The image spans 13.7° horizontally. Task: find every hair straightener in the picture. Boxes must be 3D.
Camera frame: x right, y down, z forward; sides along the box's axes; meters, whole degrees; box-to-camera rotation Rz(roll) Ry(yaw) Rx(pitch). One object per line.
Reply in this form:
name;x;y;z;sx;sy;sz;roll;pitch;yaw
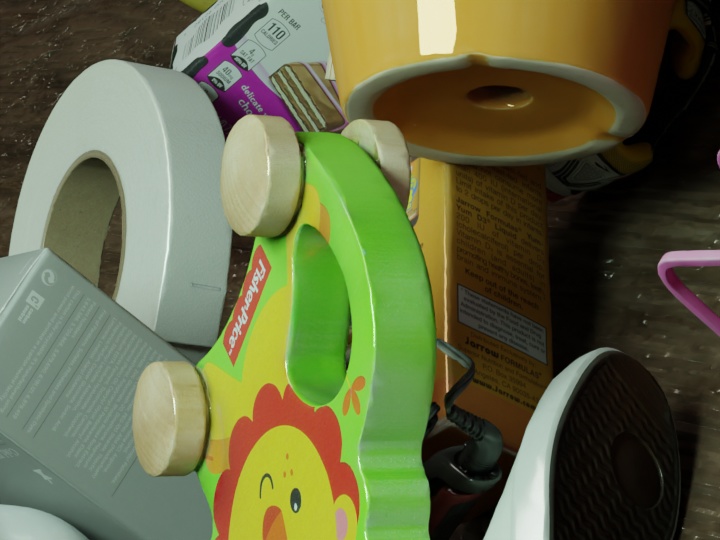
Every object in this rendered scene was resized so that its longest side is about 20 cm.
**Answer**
hair straightener;0.005;0.086;1.174;0.041;0.077;0.200;-18;-24;-27

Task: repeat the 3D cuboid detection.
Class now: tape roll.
tape roll;-0.123;-0.004;1.489;0.203;0.037;0.204;-27;58;57

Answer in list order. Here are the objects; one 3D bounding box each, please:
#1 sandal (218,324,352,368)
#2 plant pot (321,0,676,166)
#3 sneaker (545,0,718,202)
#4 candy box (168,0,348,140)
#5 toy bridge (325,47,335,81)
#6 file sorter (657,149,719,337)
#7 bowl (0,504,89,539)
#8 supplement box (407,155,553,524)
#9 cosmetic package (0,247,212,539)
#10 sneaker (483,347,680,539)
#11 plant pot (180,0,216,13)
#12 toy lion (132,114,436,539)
sandal;-0.006;0.017;1.418;0.199;0.055;0.082;-11;44;50
plant pot;0.057;-0.149;1.225;0.200;0.199;0.184;-21;62;52
sneaker;0.138;-0.118;1.367;0.082;0.078;0.201;-3;58;53
candy box;0.017;-0.120;1.509;0.200;0.136;0.061;-40;24;26
toy bridge;0.000;0.000;1.366;0.067;0.027;0.201;9;88;38
file sorter;0.212;-0.043;0.993;0.200;0.125;0.139;-56;22;-15
bowl;-0.132;0.188;1.294;0.201;0.090;0.202;173;90;-68
supplement box;0.040;0.001;1.277;0.066;0.069;0.201;-33;46;40
cosmetic package;-0.104;0.082;1.323;0.090;0.200;0.107;-56;19;-22
sneaker;0.059;0.115;1.107;0.084;0.073;0.201;-25;33;43
plant pot;-0.042;-0.251;1.762;0.195;0.200;0.195;-39;23;25
toy lion;-0.017;0.070;1.133;0.192;0.068;0.201;63;141;44
